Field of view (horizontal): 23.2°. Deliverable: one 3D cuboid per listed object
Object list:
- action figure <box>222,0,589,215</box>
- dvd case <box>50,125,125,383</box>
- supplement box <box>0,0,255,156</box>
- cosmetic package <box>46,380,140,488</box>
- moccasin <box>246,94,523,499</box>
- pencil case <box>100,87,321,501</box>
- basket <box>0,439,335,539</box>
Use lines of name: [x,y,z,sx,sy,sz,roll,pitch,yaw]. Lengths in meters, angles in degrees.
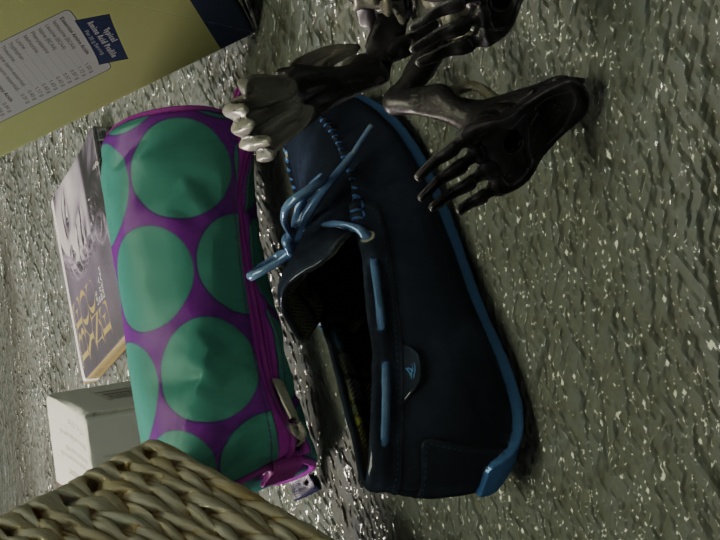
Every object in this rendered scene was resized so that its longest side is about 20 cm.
action figure: [-0.004,-0.101,0.613,0.200,0.102,0.119,-133,28,-56]
dvd case: [-0.199,-0.006,1.302,0.200,0.016,0.149,141,118,-67]
supplement box: [-0.188,-0.174,0.846,0.200,0.199,0.134,58,-172,-56]
cosmetic package: [-0.139,0.176,1.113,0.113,0.081,0.201,-174,78,-68]
moccasin: [0.000,0.000,0.681,0.200,0.068,0.081,-117,27,-42]
pencil case: [-0.075,0.017,0.872,0.092,0.085,0.201,-19,75,31]
basket: [-0.082,0.210,0.752,0.200,0.161,0.199,23,124,32]
